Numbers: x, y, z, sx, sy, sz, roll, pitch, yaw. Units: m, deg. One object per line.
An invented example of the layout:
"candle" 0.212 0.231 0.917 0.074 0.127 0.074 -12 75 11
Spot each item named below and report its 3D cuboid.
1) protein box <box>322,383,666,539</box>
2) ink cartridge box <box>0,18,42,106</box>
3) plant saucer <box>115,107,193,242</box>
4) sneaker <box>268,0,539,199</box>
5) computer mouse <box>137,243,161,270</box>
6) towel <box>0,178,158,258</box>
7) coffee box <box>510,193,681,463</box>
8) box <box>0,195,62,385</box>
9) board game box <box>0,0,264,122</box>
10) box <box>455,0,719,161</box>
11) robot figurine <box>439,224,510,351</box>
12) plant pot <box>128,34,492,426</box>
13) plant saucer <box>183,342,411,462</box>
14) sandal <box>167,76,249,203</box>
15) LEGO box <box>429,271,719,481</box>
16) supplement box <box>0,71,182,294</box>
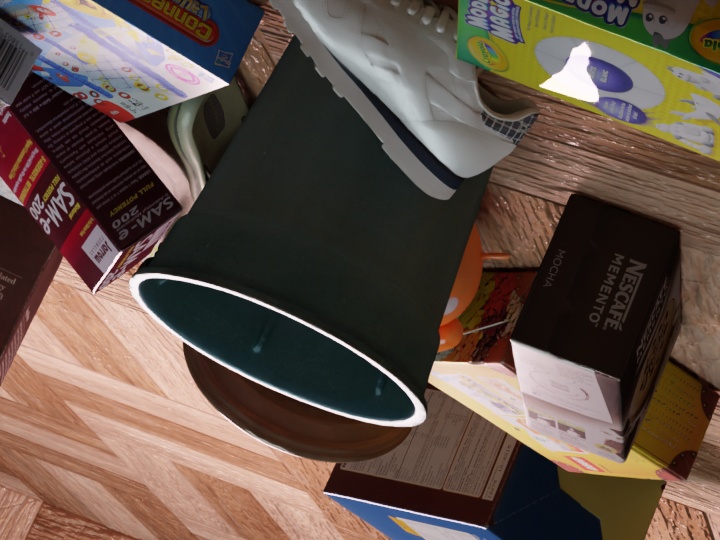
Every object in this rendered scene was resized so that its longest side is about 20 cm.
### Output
"protein box" 0.117 0.189 2.256 0.200 0.135 0.199 8 158 46
"ink cartridge box" -0.310 -0.153 1.721 0.109 0.050 0.200 37 159 -31
"plant saucer" -0.196 -0.083 1.939 0.200 0.029 0.200 17 148 11
"sneaker" 0.016 -0.135 1.487 0.200 0.080 0.076 46 -161 -21
"computer mouse" -0.079 0.041 2.005 0.200 0.044 0.110 32 -160 0
"towel" -0.233 -0.075 2.089 0.200 0.048 0.171 26 167 -4
"coffee box" 0.163 0.043 1.755 0.080 0.113 0.200 21 164 14
"box" -0.372 0.015 2.299 0.166 0.200 0.164 25 165 -2
"board game box" -0.190 -0.178 1.667 0.196 0.056 0.200 30 164 -20
"box" 0.126 -0.127 1.381 0.200 0.048 0.117 24 164 9
"robot figurine" -0.001 -0.001 1.787 0.200 0.144 0.117 -22 175 29
"plant pot" -0.014 -0.035 1.607 0.200 0.196 0.200 22 165 6
"plant saucer" -0.044 0.073 2.071 0.200 0.200 0.029 25 124 -2
"sandal" -0.081 -0.075 1.793 0.057 0.080 0.201 21 164 21
"LEGO box" 0.148 0.081 1.965 0.200 0.077 0.149 33 162 -29
"supplement box" -0.218 -0.090 1.818 0.200 0.061 0.109 51 156 3
